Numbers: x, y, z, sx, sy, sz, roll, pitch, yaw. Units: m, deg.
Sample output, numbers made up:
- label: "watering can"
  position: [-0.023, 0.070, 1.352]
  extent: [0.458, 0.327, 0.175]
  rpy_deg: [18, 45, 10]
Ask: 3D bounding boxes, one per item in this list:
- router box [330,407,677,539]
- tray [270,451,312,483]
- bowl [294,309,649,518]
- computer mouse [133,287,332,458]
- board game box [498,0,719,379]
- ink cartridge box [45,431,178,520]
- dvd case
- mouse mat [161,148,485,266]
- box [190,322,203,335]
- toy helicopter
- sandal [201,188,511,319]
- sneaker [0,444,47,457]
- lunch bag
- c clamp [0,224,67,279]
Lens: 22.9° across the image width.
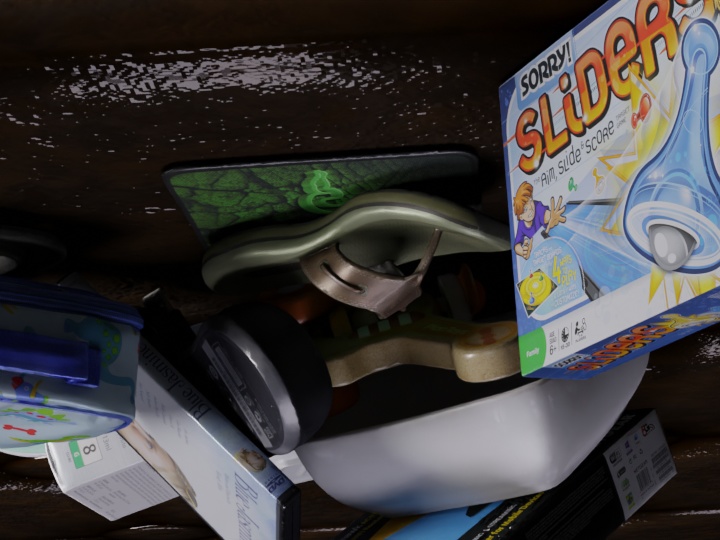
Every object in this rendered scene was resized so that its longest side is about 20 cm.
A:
- label: "router box"
  position: [0.082, 0.152, 1.102]
  extent: [0.149, 0.051, 0.200]
  rpy_deg: [-11, -166, 42]
- label: "tray"
  position: [0.013, 0.121, 1.261]
  extent: [0.200, 0.022, 0.107]
  rpy_deg: [-11, 164, -15]
- label: "bowl"
  position: [0.078, 0.085, 1.099]
  extent: [0.200, 0.075, 0.200]
  rpy_deg: [-16, -168, 32]
- label: "computer mouse"
  position: [-0.064, 0.060, 1.036]
  extent: [0.053, 0.139, 0.200]
  rpy_deg: [-31, -177, -22]
- label: "board game box"
  position: [0.118, -0.044, 0.697]
  extent: [0.034, 0.136, 0.200]
  rpy_deg: [4, 162, -22]
- label: "ink cartridge box"
  position: [-0.105, 0.112, 1.238]
  extent: [0.200, 0.050, 0.161]
  rpy_deg: [-22, 165, -2]
- label: "dvd case"
  position: [-0.109, 0.102, 1.076]
  extent: [0.018, 0.200, 0.143]
  rpy_deg: [-39, 157, -24]
- label: "mouse mat"
  position: [-0.013, -0.028, 0.971]
  extent: [0.161, 0.008, 0.200]
  rpy_deg: [-4, 165, 4]
- label: "box"
  position: [-0.054, 0.075, 1.251]
  extent: [0.159, 0.046, 0.200]
  rpy_deg: [-16, 160, 38]
- label: "toy helicopter"
  position: [0.039, 0.037, 1.047]
  extent: [0.132, 0.079, 0.200]
  rpy_deg: [-23, -164, -30]
- label: "sandal"
  position: [0.000, 0.000, 0.950]
  extent: [0.201, 0.057, 0.080]
  rpy_deg: [-14, 158, 39]
- label: "sneaker"
  position: [-0.233, 0.082, 1.189]
  extent: [0.200, 0.074, 0.118]
  rpy_deg: [9, 167, -27]
- label: "lunch bag"
  position: [-0.228, 0.048, 0.969]
  extent: [0.200, 0.083, 0.161]
  rpy_deg: [10, 165, -32]
- label: "c clamp"
  position: [-0.268, -0.002, 0.987]
  extent: [0.200, 0.027, 0.171]
  rpy_deg: [-16, 159, 41]
